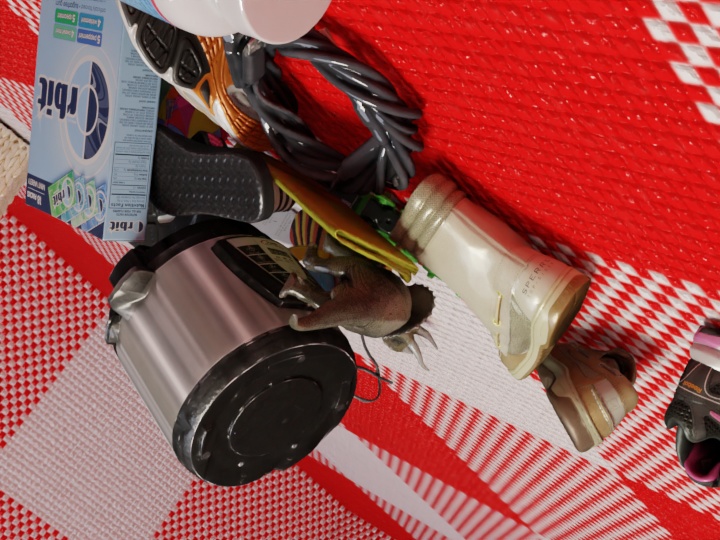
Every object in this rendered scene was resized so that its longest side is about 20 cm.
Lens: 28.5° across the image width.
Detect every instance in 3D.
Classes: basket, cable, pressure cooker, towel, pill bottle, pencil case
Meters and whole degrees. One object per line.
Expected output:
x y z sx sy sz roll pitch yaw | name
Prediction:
-0.628 -0.151 2.246 0.160 0.199 0.200 34 167 -8 | basket
-0.022 -0.120 1.044 0.162 0.051 0.201 27 158 17 | cable
-0.118 0.056 1.197 0.200 0.177 0.177 51 155 36 | pressure cooker
-0.032 -0.048 1.109 0.085 0.018 0.200 24 -170 -34 | towel
-0.108 -0.203 0.838 0.199 0.109 0.109 29 165 35 | pill bottle
-0.203 -0.159 1.302 0.199 0.089 0.089 29 165 41 | pencil case

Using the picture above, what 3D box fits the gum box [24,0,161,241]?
-0.230 -0.140 1.221 0.044 0.203 0.169 1 -168 -36 | gum box

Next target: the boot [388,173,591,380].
0.096 0.005 1.111 0.154 0.072 0.200 37 167 10 | boot

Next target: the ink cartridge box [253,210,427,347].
-0.026 0.000 1.509 0.198 0.050 0.162 14 155 41 | ink cartridge box

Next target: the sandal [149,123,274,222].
-0.125 -0.080 1.171 0.199 0.045 0.076 17 121 46 | sandal

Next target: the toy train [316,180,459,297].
0.032 -0.035 1.217 0.199 0.042 0.056 33 177 18 | toy train

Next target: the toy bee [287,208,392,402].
0.000 0.000 1.291 0.200 0.130 0.109 49 132 23 | toy bee

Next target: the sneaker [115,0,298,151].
-0.137 -0.172 1.118 0.092 0.076 0.200 29 164 48 | sneaker

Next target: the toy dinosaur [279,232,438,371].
0.002 0.019 1.069 0.101 0.078 0.200 20 180 15 | toy dinosaur

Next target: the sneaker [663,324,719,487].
0.267 0.123 1.024 0.080 0.087 0.200 24 162 50 | sneaker

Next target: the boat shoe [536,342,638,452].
0.191 0.093 1.159 0.072 0.076 0.200 59 -175 -11 | boat shoe

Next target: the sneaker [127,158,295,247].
-0.135 -0.060 1.335 0.199 0.077 0.115 -5 -177 43 | sneaker
